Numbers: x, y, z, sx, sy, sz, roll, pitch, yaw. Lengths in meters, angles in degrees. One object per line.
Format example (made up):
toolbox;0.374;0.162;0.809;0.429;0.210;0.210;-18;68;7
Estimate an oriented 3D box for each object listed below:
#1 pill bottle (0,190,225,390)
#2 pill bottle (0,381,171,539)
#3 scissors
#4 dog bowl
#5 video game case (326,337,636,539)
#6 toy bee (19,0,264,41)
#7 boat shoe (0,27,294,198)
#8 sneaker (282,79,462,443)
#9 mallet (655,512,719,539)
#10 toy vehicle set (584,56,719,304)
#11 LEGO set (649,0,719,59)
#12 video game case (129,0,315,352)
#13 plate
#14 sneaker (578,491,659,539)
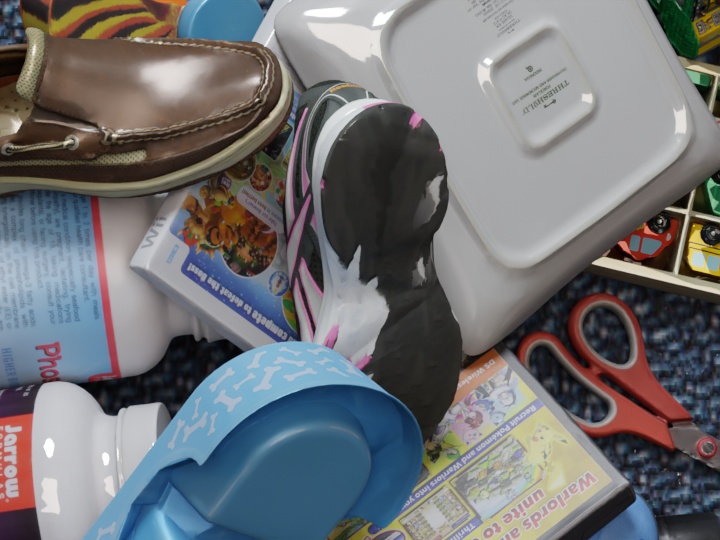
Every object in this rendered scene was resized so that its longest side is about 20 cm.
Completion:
pill bottle;-0.161;0.005;0.939;0.200;0.109;0.109;-7;82;-5
pill bottle;-0.189;0.116;0.905;0.200;0.112;0.113;-9;82;3
scissors;0.171;0.094;1.004;0.200;0.014;0.073;44;78;1
dog bowl;-0.059;0.115;0.845;0.111;0.050;0.200;25;109;-39
video game case;0.004;0.110;0.930;0.200;0.026;0.181;-37;54;-6
toy bee;-0.079;-0.098;0.964;0.200;0.131;0.109;4;105;-15
boat shoe;-0.135;-0.076;0.860;0.202;0.075;0.075;-10;60;12
sneaker;0.000;0.000;0.886;0.080;0.086;0.200;-5;119;-21
mallet;0.180;0.224;0.974;0.066;0.041;0.200;-16;87;-4
toy vehicle set;0.149;-0.058;1.017;0.200;0.027;0.124;13;80;-3
LEGO set;0.194;-0.219;0.971;0.116;0.200;0.154;-29;59;-10
video game case;-0.015;-0.050;0.929;0.143;0.018;0.200;39;69;-34
plate;0.083;-0.091;0.938;0.200;0.032;0.200;-35;103;-22
sneaker;0.093;0.193;0.885;0.066;0.078;0.200;30;77;1
